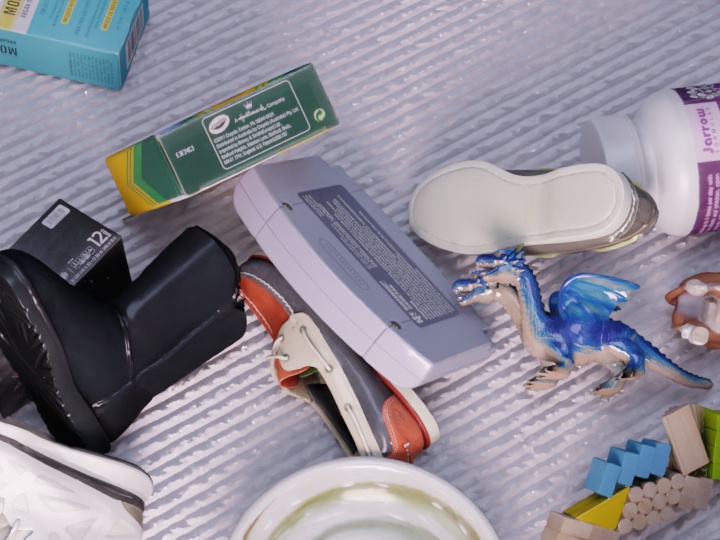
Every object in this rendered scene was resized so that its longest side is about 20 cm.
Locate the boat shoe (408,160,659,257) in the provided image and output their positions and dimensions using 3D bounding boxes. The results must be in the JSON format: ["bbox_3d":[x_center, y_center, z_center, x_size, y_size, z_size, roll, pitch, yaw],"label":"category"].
[{"bbox_3d":[0.125,-0.042,1.651,0.202,0.060,0.072,-1,78,41],"label":"boat shoe"}]

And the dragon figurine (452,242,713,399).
[{"bbox_3d":[0.167,0.036,1.614,0.200,0.059,0.100,4,71,-10],"label":"dragon figurine"}]

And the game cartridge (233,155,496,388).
[{"bbox_3d":[0.000,0.000,1.613,0.200,0.042,0.133,48,31,15],"label":"game cartridge"}]

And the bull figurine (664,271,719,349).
[{"bbox_3d":[0.320,0.038,1.625,0.200,0.121,0.065,4,91,9],"label":"bull figurine"}]

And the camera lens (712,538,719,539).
[{"bbox_3d":[0.209,0.278,1.406,0.200,0.160,0.160,-35,64,-3],"label":"camera lens"}]

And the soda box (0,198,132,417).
[{"bbox_3d":[-0.252,0.046,1.602,0.063,0.071,0.200,31,62,22],"label":"soda box"}]

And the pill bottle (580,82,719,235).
[{"bbox_3d":[0.272,-0.086,1.691,0.200,0.112,0.112,-8,58,-8],"label":"pill bottle"}]

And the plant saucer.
[{"bbox_3d":[0.002,0.224,1.514,0.200,0.050,0.200,1,59,-2],"label":"plant saucer"}]

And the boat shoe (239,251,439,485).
[{"bbox_3d":[-0.030,0.068,1.606,0.063,0.071,0.200,-36,70,-20],"label":"boat shoe"}]

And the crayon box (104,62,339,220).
[{"bbox_3d":[-0.108,-0.091,1.625,0.126,0.200,0.052,-27,95,-19],"label":"crayon box"}]

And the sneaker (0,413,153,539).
[{"bbox_3d":[-0.237,0.167,1.498,0.200,0.076,0.115,19,59,-22],"label":"sneaker"}]

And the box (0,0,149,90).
[{"bbox_3d":[-0.274,-0.208,1.778,0.200,0.049,0.082,13,58,5],"label":"box"}]

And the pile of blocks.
[{"bbox_3d":[0.204,0.137,1.569,0.200,0.062,0.082,-22,103,-19],"label":"pile of blocks"}]

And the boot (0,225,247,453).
[{"bbox_3d":[-0.169,0.019,1.558,0.076,0.200,0.168,26,59,39],"label":"boot"}]
